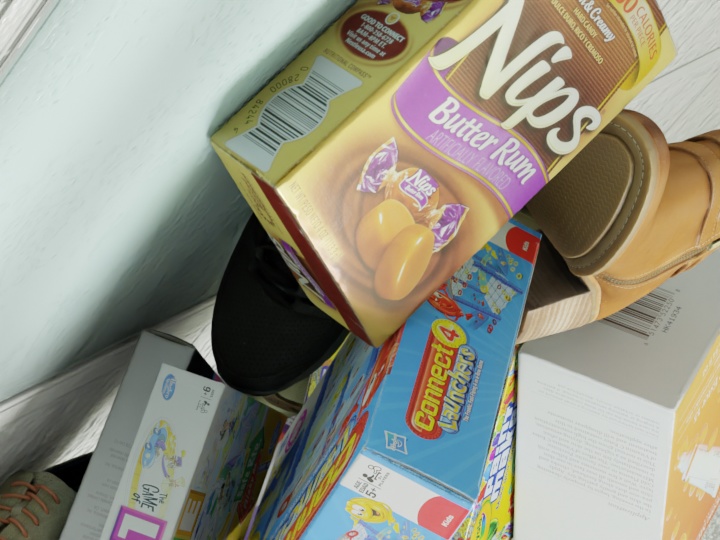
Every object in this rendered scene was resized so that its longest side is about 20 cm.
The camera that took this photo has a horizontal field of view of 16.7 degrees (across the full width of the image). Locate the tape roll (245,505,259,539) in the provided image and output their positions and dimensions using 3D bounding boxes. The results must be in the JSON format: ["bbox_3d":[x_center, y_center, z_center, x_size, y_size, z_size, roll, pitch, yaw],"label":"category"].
[{"bbox_3d":[-0.012,0.209,1.602,0.198,0.086,0.200,-15,156,-7],"label":"tape roll"}]

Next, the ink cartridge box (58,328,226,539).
[{"bbox_3d":[-0.122,0.136,1.225,0.095,0.037,0.201,62,50,-72],"label":"ink cartridge box"}]

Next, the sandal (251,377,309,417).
[{"bbox_3d":[-0.034,0.058,1.482,0.080,0.057,0.201,-45,170,-12],"label":"sandal"}]

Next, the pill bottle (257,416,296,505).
[{"bbox_3d":[0.011,0.109,1.741,0.200,0.111,0.112,-41,170,-25],"label":"pill bottle"}]

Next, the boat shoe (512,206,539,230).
[{"bbox_3d":[0.095,-0.063,1.311,0.200,0.072,0.066,35,76,-39],"label":"boat shoe"}]

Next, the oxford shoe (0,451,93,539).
[{"bbox_3d":[-0.179,0.134,1.210,0.074,0.070,0.200,-69,168,15],"label":"oxford shoe"}]

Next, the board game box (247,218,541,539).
[{"bbox_3d":[0.003,0.094,1.162,0.201,0.056,0.196,-58,-172,37],"label":"board game box"}]

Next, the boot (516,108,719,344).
[{"bbox_3d":[0.151,-0.038,1.221,0.154,0.077,0.200,-22,155,-24],"label":"boot"}]

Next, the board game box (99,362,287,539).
[{"bbox_3d":[-0.098,0.152,1.193,0.134,0.034,0.201,39,70,-76],"label":"board game box"}]

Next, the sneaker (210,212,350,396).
[{"bbox_3d":[-0.022,-0.026,1.168,0.201,0.073,0.082,-59,163,17],"label":"sneaker"}]

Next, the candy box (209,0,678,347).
[{"bbox_3d":[0.041,-0.077,1.079,0.200,0.056,0.117,-45,137,-12],"label":"candy box"}]

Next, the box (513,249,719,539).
[{"bbox_3d":[0.158,0.088,1.433,0.125,0.097,0.201,-54,156,-36],"label":"box"}]

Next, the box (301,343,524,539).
[{"bbox_3d":[0.062,0.051,1.470,0.192,0.121,0.201,-27,135,-61],"label":"box"}]
